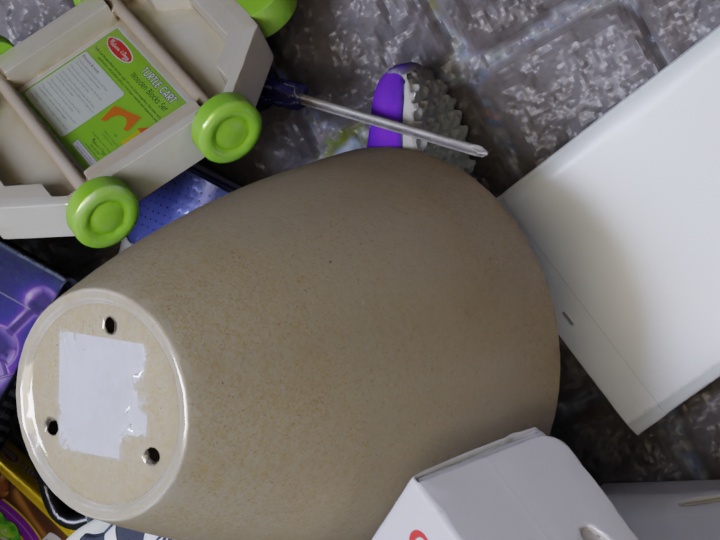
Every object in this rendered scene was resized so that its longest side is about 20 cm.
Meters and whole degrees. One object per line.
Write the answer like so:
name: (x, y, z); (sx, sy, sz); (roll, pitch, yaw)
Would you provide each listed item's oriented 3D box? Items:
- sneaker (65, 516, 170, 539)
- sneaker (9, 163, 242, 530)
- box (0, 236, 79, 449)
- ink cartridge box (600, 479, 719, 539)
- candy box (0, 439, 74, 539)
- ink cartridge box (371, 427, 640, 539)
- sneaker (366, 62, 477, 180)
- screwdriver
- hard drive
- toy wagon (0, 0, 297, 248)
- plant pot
sneaker: (-0.089, 0.171, 1.047); (0.079, 0.199, 0.130); (-32, 59, -19)
sneaker: (-0.108, 0.049, 1.082); (0.080, 0.115, 0.200); (24, 107, 10)
box: (-0.245, 0.058, 1.056); (0.148, 0.104, 0.200); (27, 84, 0)
ink cartridge box: (0.174, 0.207, 1.011); (0.147, 0.145, 0.201); (-5, 99, 19)
candy box: (-0.216, 0.126, 1.154); (0.200, 0.026, 0.102); (44, 114, -9)
ink cartridge box: (0.050, 0.189, 0.937); (0.147, 0.086, 0.200); (52, 136, 25)
sneaker: (0.000, 0.000, 1.064); (0.099, 0.070, 0.201); (3, 100, 22)
screwdriver: (-0.014, -0.078, 1.038); (0.200, 0.029, 0.028); (16, 117, 36)
hard drive: (0.169, -0.032, 1.029); (0.200, 0.026, 0.132); (-38, 88, 20)
toy wagon: (-0.102, -0.093, 1.046); (0.200, 0.040, 0.155); (-34, 45, -8)
plant pot: (-0.046, 0.044, 0.944); (0.187, 0.200, 0.188); (4, 97, 36)
